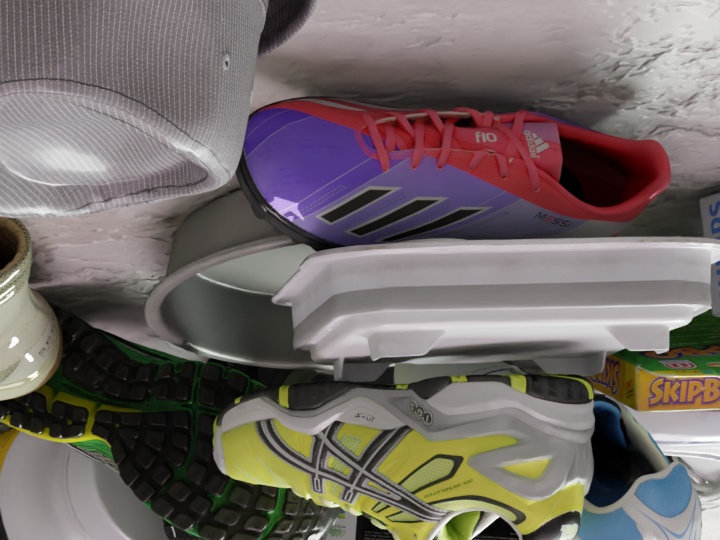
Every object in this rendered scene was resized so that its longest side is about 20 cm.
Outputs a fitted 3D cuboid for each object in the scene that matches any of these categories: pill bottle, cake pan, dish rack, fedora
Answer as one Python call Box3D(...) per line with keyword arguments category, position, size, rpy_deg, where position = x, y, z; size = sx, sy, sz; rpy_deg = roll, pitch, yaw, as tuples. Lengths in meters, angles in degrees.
Box3D(category="pill bottle", position=(-0.169, 0.136, 1.521), size=(0.111, 0.111, 0.200), rpy_deg=(11, 155, -38))
Box3D(category="cake pan", position=(0.000, 0.000, 1.268), size=(0.200, 0.037, 0.200), rpy_deg=(-4, 161, -1))
Box3D(category="dish rack", position=(0.055, 0.020, 1.154), size=(0.171, 0.044, 0.200), rpy_deg=(-2, 174, -8))
Box3D(category="fedora", position=(-0.099, -0.074, 0.948), size=(0.177, 0.090, 0.200), rpy_deg=(-6, 161, 5))

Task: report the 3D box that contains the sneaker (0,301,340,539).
Box3D(category="sneaker", position=(-0.092, 0.072, 1.334), size=(0.200, 0.078, 0.085), rpy_deg=(28, -179, 21))

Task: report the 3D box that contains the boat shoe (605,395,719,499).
Box3D(category="boat shoe", position=(0.192, 0.088, 1.356), size=(0.200, 0.065, 0.074), rpy_deg=(4, -168, -41))

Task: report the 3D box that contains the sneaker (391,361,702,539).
Box3D(category="sneaker", position=(0.085, 0.073, 1.241), size=(0.072, 0.073, 0.200), rpy_deg=(-13, -149, -32))

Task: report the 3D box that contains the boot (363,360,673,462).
Box3D(category="boot", position=(0.076, 0.088, 1.492), size=(0.200, 0.069, 0.174), rpy_deg=(18, 172, -6))

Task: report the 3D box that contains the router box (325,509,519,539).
Box3D(category="router box", position=(0.034, 0.145, 1.525), size=(0.200, 0.051, 0.149), rpy_deg=(4, 179, 5))

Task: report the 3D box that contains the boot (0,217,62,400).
Box3D(category="boot", position=(-0.238, 0.022, 1.233), size=(0.200, 0.072, 0.155), rpy_deg=(-8, 162, -4))

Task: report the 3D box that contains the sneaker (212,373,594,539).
Box3D(category="sneaker", position=(0.012, 0.086, 1.201), size=(0.200, 0.077, 0.075), rpy_deg=(-6, 175, 42))

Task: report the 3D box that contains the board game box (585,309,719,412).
Box3D(category="board game box", position=(0.146, 0.039, 1.298), size=(0.095, 0.030, 0.200), rpy_deg=(-2, -174, -14))

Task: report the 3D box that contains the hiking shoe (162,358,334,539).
Box3D(category="hiking shoe", position=(-0.070, 0.118, 1.415), size=(0.101, 0.200, 0.076), rpy_deg=(31, -151, 20))

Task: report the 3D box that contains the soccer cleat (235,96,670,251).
Box3D(category="soccer cleat", position=(0.038, -0.043, 1.114), size=(0.200, 0.068, 0.073), rpy_deg=(8, 154, -41))

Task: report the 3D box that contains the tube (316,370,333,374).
Box3D(category="tube", position=(-0.057, 0.092, 1.515), size=(0.058, 0.052, 0.200), rpy_deg=(34, 156, -9))

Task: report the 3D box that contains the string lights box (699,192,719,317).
Box3D(category="string lights box", position=(0.260, -0.024, 1.215), size=(0.200, 0.059, 0.103), rpy_deg=(-20, 157, 40))
